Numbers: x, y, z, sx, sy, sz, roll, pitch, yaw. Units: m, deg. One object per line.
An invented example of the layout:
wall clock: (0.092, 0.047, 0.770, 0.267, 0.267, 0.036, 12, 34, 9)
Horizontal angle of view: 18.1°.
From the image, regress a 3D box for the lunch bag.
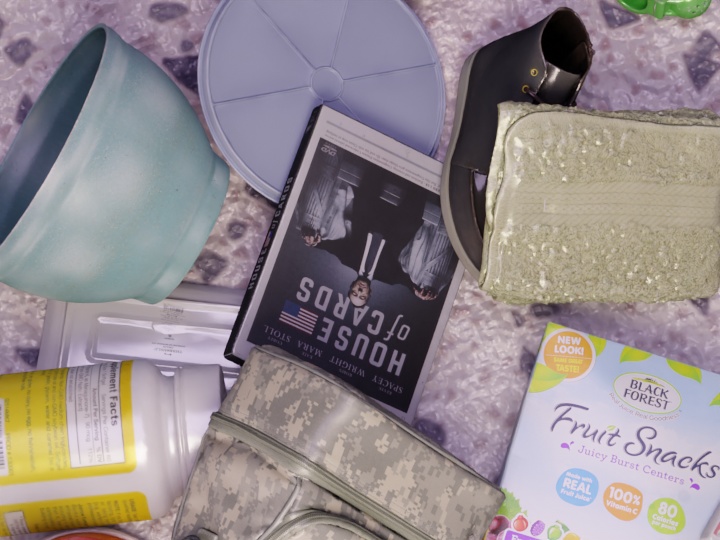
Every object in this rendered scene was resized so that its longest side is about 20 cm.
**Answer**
lunch bag: (-0.021, 0.173, 1.535, 0.139, 0.200, 0.169, 24, 80, 50)

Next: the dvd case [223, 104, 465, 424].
dvd case: (0.000, 0.000, 1.655, 0.149, 0.025, 0.201, 25, 72, -17)

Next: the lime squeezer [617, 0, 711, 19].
lime squeezer: (0.228, -0.227, 1.742, 0.198, 0.038, 0.071, -1, 73, 2)

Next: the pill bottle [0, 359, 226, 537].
pill bottle: (-0.192, 0.124, 1.603, 0.198, 0.114, 0.115, -6, 73, -1)

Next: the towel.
towel: (0.179, -0.045, 1.633, 0.198, 0.036, 0.150, 1, 100, -23)

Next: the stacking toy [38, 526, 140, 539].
stacking toy: (-0.196, 0.230, 1.526, 0.145, 0.200, 0.148, 0, 73, 1)

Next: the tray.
tray: (-0.139, 0.058, 1.671, 0.198, 0.022, 0.108, 6, 72, 3)

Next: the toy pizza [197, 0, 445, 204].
toy pizza: (-0.030, -0.136, 1.702, 0.198, 0.032, 0.202, 5, 76, -21)

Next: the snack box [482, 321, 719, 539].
snack box: (0.182, 0.158, 1.610, 0.167, 0.068, 0.202, 16, 73, 4)

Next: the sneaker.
sneaker: (0.116, -0.092, 1.650, 0.074, 0.106, 0.202, 14, 64, -27)

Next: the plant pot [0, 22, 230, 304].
plant pot: (-0.178, -0.057, 1.633, 0.134, 0.200, 0.202, 30, 74, -19)

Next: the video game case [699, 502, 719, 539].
video game case: (0.341, 0.150, 1.600, 0.143, 0.018, 0.201, 38, 70, -10)
